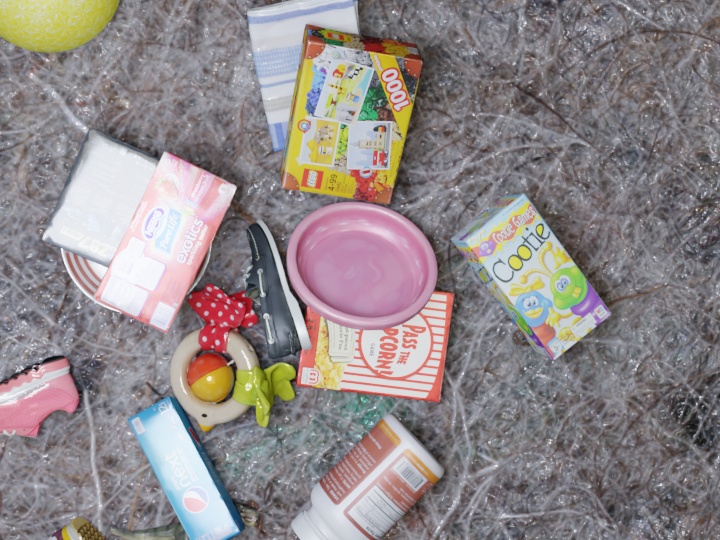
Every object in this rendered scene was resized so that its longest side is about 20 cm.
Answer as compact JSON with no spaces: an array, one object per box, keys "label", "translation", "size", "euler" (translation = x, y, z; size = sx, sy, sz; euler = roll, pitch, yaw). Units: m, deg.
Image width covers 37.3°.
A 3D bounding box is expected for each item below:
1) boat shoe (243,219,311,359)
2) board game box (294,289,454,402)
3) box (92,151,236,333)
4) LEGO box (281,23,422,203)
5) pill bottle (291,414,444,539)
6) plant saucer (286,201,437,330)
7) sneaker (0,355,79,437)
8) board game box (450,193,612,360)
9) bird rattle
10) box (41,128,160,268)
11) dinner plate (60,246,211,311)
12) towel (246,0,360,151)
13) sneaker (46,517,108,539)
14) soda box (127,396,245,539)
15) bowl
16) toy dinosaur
[{"label":"boat shoe","translation":[-0.122,0.022,1.391],"size":[0.060,0.076,0.201],"euler":[-19,57,-8]},{"label":"board game box","translation":[0.019,0.091,1.456],"size":[0.199,0.046,0.152],"euler":[7,92,-7]},{"label":"box","translation":[-0.241,-0.037,1.325],"size":[0.102,0.095,0.201],"euler":[25,90,-9]},{"label":"LEGO box","translation":[-0.015,-0.201,1.382],"size":[0.148,0.077,0.201],"euler":[7,119,-9]},{"label":"pill bottle","translation":[0.007,0.299,1.433],"size":[0.200,0.112,0.112],"euler":[-44,96,-2]},{"label":"plant saucer","translation":[0.000,0.000,1.407],"size":[0.199,0.051,0.201],"euler":[6,52,-7]},{"label":"sneaker","translation":[-0.462,0.189,1.395],"size":[0.199,0.074,0.087],"euler":[-26,97,-5]},{"label":"board game box","translation":[0.229,0.007,1.447],"size":[0.103,0.105,0.200],"euler":[-38,95,-3]},{"label":"bird rattle","translation":[-0.185,0.124,1.412],"size":[0.163,0.113,0.200],"euler":[-35,90,15]},{"label":"box","translation":[-0.289,-0.073,1.389],"size":[0.199,0.051,0.158],"euler":[23,90,-8]},{"label":"dinner plate","translation":[-0.298,-0.043,1.427],"size":[0.199,0.024,0.201],"euler":[0,93,-5]},{"label":"towel","translation":[-0.063,-0.261,1.403],"size":[0.146,0.024,0.201],"euler":[-11,119,-4]},{"label":"sneaker","translation":[-0.348,0.430,1.425],"size":[0.090,0.075,0.200],"euler":[-39,90,5]},{"label":"soda box","translation":[-0.228,0.269,1.406],"size":[0.064,0.068,0.201],"euler":[-28,82,-3]},{"label":"bowl","translation":[-0.408,-0.385,1.356],"size":[0.199,0.108,0.201],"euler":[0,92,-7]},{"label":"toy dinosaur","translation":[-0.232,0.372,1.445],"size":[0.199,0.047,0.089],"euler":[-9,84,-4]}]
